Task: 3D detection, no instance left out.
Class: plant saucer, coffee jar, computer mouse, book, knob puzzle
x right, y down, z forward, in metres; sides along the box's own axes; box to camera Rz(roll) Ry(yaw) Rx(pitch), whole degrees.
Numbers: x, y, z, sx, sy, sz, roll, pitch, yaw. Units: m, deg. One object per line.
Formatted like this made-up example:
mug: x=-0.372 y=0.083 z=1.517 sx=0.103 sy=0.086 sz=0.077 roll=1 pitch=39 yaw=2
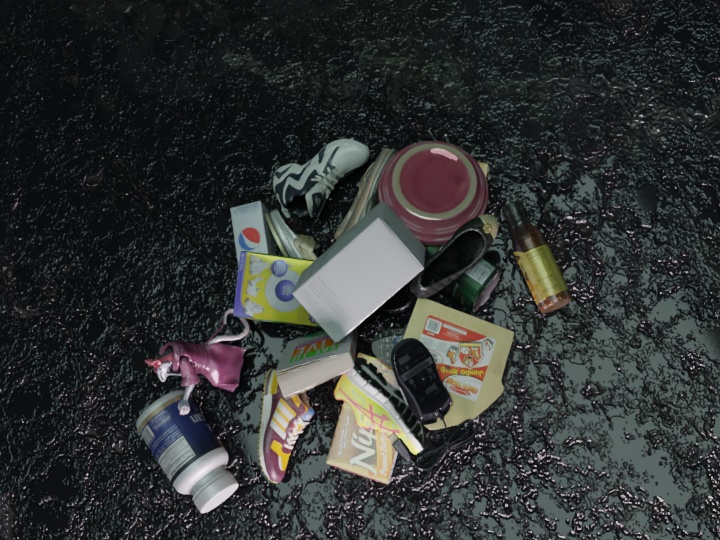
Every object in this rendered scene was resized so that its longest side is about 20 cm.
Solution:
plant saucer: x=0.128 y=-0.145 z=1.575 sx=0.196 sy=0.051 sz=0.205 roll=0 pitch=65 yaw=1
coffee jar: x=0.150 y=-0.021 z=1.604 sx=0.199 sy=0.105 sz=0.086 roll=39 pitch=78 yaw=17
computer mouse: x=0.087 y=0.223 z=1.473 sx=0.139 sy=0.046 sz=0.202 roll=-34 pitch=91 yaw=-21
book: x=-0.070 y=0.147 z=1.562 sx=0.131 sy=0.200 sz=0.049 roll=-20 pitch=101 yaw=5
knob puzzle: x=0.147 y=0.170 z=1.519 sx=0.214 sy=0.030 sz=0.225 roll=0 pitch=88 yaw=5

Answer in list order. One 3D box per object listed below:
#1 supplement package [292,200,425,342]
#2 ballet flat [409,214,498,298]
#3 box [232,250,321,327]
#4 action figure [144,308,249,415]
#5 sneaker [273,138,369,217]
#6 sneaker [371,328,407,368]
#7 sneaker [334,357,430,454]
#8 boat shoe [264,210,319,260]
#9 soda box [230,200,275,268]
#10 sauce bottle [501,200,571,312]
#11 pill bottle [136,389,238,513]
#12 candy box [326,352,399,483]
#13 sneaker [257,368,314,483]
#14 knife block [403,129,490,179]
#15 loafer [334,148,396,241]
supplement package: x=0.000 y=0.000 z=1.509 sx=0.199 sy=0.117 sz=0.118 roll=-41 pitch=99 yaw=16
ballet flat: x=0.163 y=-0.022 z=1.509 sx=0.199 sy=0.057 sz=0.067 roll=-42 pitch=96 yaw=-14
box: x=-0.124 y=0.036 z=1.606 sx=0.195 sy=0.048 sz=0.120 roll=7 pitch=92 yaw=-8
action figure: x=-0.288 y=0.157 z=1.594 sx=0.134 sy=0.198 sz=0.151 roll=42 pitch=111 yaw=34
sneaker: x=-0.069 y=-0.158 z=1.664 sx=0.195 sy=0.080 sz=0.131 roll=-16 pitch=49 yaw=7
sneaker: x=0.117 y=0.138 z=1.582 sx=0.195 sy=0.087 sz=0.076 roll=3 pitch=92 yaw=4
sneaker: x=0.036 y=0.244 z=1.531 sx=0.200 sy=0.078 sz=0.090 roll=46 pitch=114 yaw=4
boat shoe: x=-0.107 y=-0.032 z=1.675 sx=0.068 sy=0.075 sz=0.202 roll=-31 pitch=84 yaw=0
soda box: x=-0.193 y=-0.021 z=1.686 sx=0.062 sy=0.068 sz=0.204 roll=-11 pitch=75 yaw=7
sauce bottle: x=0.309 y=-0.027 z=1.599 sx=0.065 sy=0.066 sz=0.203 roll=-22 pitch=72 yaw=5
pill bottle: x=-0.305 y=0.325 z=1.606 sx=0.110 sy=0.111 sz=0.201 roll=-38 pitch=74 yaw=0
candy box: x=0.023 y=0.260 z=1.588 sx=0.113 sy=0.055 sz=0.204 roll=15 pitch=81 yaw=11
sneaker: x=-0.129 y=0.275 z=1.604 sx=0.088 sy=0.075 sz=0.205 roll=-3 pitch=78 yaw=15
knife block: x=0.148 y=-0.153 z=1.656 sx=0.172 sy=0.064 sz=0.204 roll=8 pitch=79 yaw=13
loafer: x=0.008 y=-0.139 z=1.678 sx=0.062 sy=0.072 sz=0.204 roll=18 pitch=84 yaw=21
